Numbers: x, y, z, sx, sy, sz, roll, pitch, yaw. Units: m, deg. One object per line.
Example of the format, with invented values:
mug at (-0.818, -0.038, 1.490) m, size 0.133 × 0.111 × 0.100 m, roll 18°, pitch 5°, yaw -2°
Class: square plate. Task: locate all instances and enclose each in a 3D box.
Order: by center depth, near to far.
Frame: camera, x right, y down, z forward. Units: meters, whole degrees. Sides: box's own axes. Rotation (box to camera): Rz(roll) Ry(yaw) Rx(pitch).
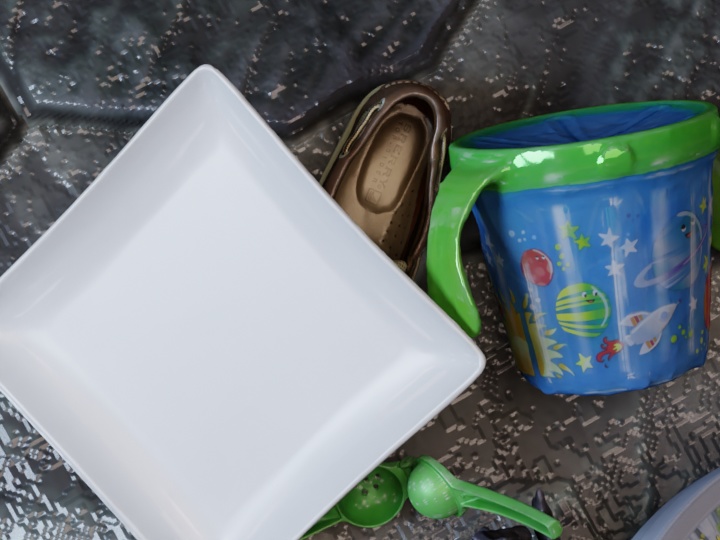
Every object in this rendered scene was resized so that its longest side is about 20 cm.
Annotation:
square plate at (-0.071, 0.036, 0.935) m, size 0.200 × 0.028 × 0.198 m, roll -44°, pitch 87°, yaw 18°

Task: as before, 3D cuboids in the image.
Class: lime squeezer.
lime squeezer at (0.017, 0.116, 0.949) m, size 0.200 × 0.071 × 0.038 m, roll -11°, pitch 100°, yaw 30°

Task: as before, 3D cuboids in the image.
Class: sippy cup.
sippy cup at (0.119, -0.010, 0.956) m, size 0.177 × 0.140 × 0.131 m, roll -9°, pitch 100°, yaw 1°

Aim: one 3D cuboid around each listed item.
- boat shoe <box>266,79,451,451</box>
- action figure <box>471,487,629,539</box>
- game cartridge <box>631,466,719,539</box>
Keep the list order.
boat shoe at (-0.006, -0.002, 0.959) m, size 0.075 × 0.075 × 0.203 m, roll 16°, pitch 86°, yaw -7°
action figure at (0.053, 0.184, 0.948) m, size 0.199 × 0.102 × 0.119 m, roll -12°, pitch 105°, yaw -8°
game cartridge at (0.192, 0.173, 0.949) m, size 0.133 × 0.041 × 0.200 m, roll 52°, pitch 48°, yaw 3°
